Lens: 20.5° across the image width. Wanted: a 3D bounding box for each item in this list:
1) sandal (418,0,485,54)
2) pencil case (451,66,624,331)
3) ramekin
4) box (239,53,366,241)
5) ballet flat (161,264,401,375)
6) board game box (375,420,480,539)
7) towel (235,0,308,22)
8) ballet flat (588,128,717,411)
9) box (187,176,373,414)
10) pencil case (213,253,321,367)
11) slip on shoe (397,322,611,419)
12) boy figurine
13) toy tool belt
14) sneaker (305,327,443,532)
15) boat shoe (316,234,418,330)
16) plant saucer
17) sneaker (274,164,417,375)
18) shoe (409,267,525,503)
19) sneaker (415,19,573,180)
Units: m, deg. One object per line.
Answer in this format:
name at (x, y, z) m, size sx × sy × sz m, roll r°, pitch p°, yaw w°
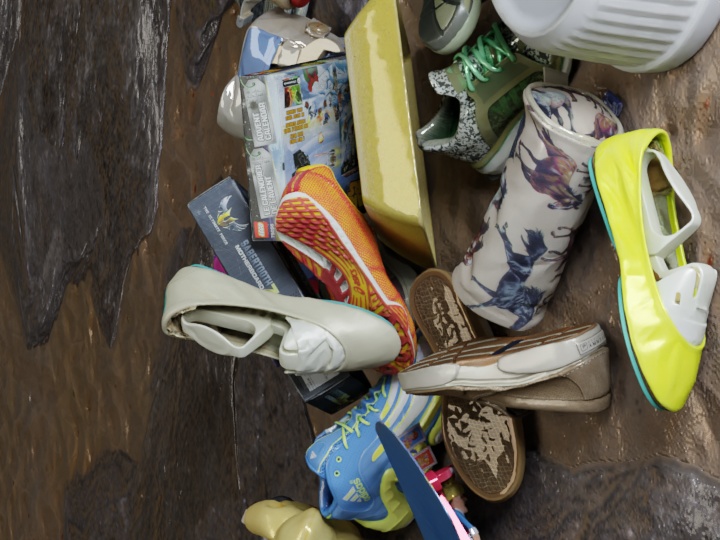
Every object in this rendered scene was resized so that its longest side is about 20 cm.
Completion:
sandal at (0.086, -0.229, 1.550) m, size 0.080 × 0.057 × 0.201 m, roll -50°, pitch 21°, yaw 42°
pencil case at (0.129, -0.047, 1.485) m, size 0.090 × 0.077 × 0.201 m, roll -88°, pitch 14°, yaw -52°
ramekin at (0.164, -0.237, 1.373) m, size 0.200 × 0.105 × 0.201 m, roll 179°, pitch 90°, yaw -65°
box at (-0.034, -0.109, 1.696) m, size 0.040 × 0.200 × 0.138 m, roll 0°, pitch 101°, yaw 27°
ballet flat at (-0.069, 0.052, 1.604) m, size 0.069 × 0.199 × 0.070 m, roll 14°, pitch -90°, yaw -76°
board game box at (0.078, 0.202, 1.607) m, size 0.201 × 0.039 × 0.158 m, roll 66°, pitch 170°, yaw -26°
towel at (-0.083, -0.336, 1.994) m, size 0.193 × 0.034 × 0.201 m, roll -125°, pitch 39°, yaw -55°
ballet flat at (0.205, -0.007, 1.352) m, size 0.067 × 0.067 × 0.201 m, roll -25°, pitch 64°, yaw 32°
box at (-0.067, 0.025, 1.724) m, size 0.200 × 0.051 × 0.158 m, roll 59°, pitch -178°, yaw 11°
pencil case at (-0.076, 0.028, 1.923) m, size 0.200 × 0.088 × 0.089 m, roll -126°, pitch 43°, yaw -53°
slip on shoe at (0.109, 0.084, 1.514) m, size 0.199 × 0.076 × 0.061 m, roll -13°, pitch 100°, yaw 43°
boy figurine at (-0.047, 0.244, 1.815) m, size 0.200 × 0.124 × 0.065 m, roll 170°, pitch 119°, yaw -83°
toy tool belt at (-0.046, -0.184, 1.843) m, size 0.123 × 0.125 × 0.201 m, roll 32°, pitch 132°, yaw 18°
sneaker at (0.014, 0.141, 1.705) m, size 0.076 × 0.105 × 0.201 m, roll -131°, pitch 46°, yaw -53°
boat shoe at (-0.007, 0.008, 1.791) m, size 0.200 × 0.065 × 0.072 m, roll -143°, pitch 55°, yaw -60°
plant saucer at (0.023, -0.110, 1.636) m, size 0.200 × 0.048 × 0.201 m, roll 67°, pitch -164°, yaw -77°
sneaker at (0.000, 0.000, 1.626) m, size 0.200 × 0.073 × 0.077 m, roll 64°, pitch -149°, yaw -29°
shoe at (0.095, 0.091, 1.605) m, size 0.070 × 0.053 × 0.201 m, roll -27°, pitch 66°, yaw 27°
sneaker at (0.100, -0.150, 1.531) m, size 0.077 × 0.088 × 0.200 m, roll -114°, pitch 34°, yaw -40°
